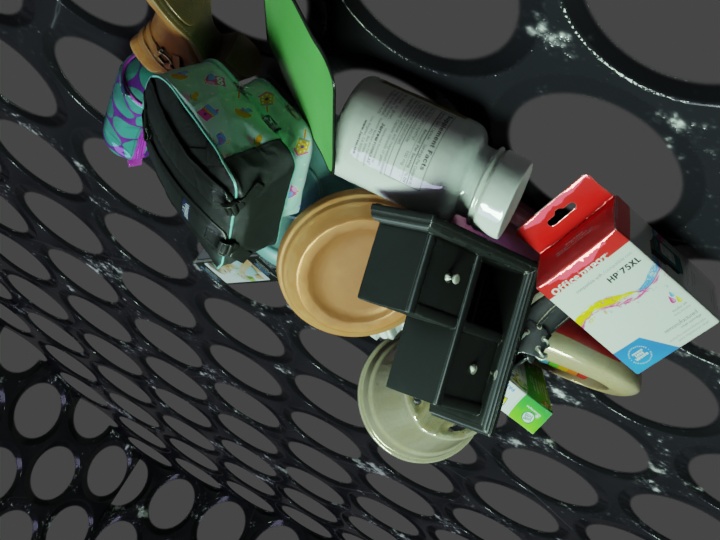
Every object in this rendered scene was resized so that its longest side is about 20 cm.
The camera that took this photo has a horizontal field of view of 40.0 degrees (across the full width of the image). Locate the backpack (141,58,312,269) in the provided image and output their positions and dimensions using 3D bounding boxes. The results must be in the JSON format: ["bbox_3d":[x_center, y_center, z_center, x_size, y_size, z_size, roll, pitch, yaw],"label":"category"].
[{"bbox_3d":[-0.153,-0.134,1.099,0.200,0.153,0.177,45,149,20],"label":"backpack"}]

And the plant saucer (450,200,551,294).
[{"bbox_3d":[0.158,-0.033,1.183,0.199,0.051,0.201,27,155,13],"label":"plant saucer"}]

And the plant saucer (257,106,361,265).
[{"bbox_3d":[-0.074,-0.096,1.188,0.198,0.202,0.027,24,-167,16],"label":"plant saucer"}]

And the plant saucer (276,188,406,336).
[{"bbox_3d":[0.000,0.000,1.168,0.197,0.038,0.202,-3,122,-5],"label":"plant saucer"}]

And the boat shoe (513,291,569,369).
[{"bbox_3d":[0.194,0.088,1.141,0.073,0.200,0.063,34,-162,-54],"label":"boat shoe"}]

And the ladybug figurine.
[{"bbox_3d":[0.264,0.094,1.246,0.198,0.073,0.136,23,171,1],"label":"ladybug figurine"}]

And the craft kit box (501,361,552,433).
[{"bbox_3d":[0.154,0.096,1.289,0.197,0.049,0.200,35,-161,-9],"label":"craft kit box"}]

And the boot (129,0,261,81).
[{"bbox_3d":[-0.220,-0.286,1.138,0.154,0.077,0.200,4,153,46],"label":"boot"}]

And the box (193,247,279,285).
[{"bbox_3d":[-0.148,-0.045,1.441,0.060,0.117,0.199,42,152,-29],"label":"box"}]

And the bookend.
[{"bbox_3d":[0.080,0.055,1.056,0.092,0.201,0.199,13,174,46],"label":"bookend"}]

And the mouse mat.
[{"bbox_3d":[-0.063,-0.215,1.007,0.161,0.007,0.201,94,153,-61],"label":"mouse mat"}]

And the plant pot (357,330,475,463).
[{"bbox_3d":[0.107,0.174,1.403,0.199,0.202,0.183,33,168,-3],"label":"plant pot"}]

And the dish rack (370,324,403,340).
[{"bbox_3d":[-0.021,0.024,1.314,0.171,0.044,0.200,34,168,20],"label":"dish rack"}]

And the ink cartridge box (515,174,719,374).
[{"bbox_3d":[0.270,0.005,1.053,0.199,0.068,0.116,38,126,-14],"label":"ink cartridge box"}]

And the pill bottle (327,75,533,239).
[{"bbox_3d":[0.075,-0.116,1.046,0.198,0.115,0.115,26,155,12],"label":"pill bottle"}]

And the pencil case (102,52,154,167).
[{"bbox_3d":[-0.292,-0.216,1.319,0.200,0.084,0.093,-34,69,65],"label":"pencil case"}]
